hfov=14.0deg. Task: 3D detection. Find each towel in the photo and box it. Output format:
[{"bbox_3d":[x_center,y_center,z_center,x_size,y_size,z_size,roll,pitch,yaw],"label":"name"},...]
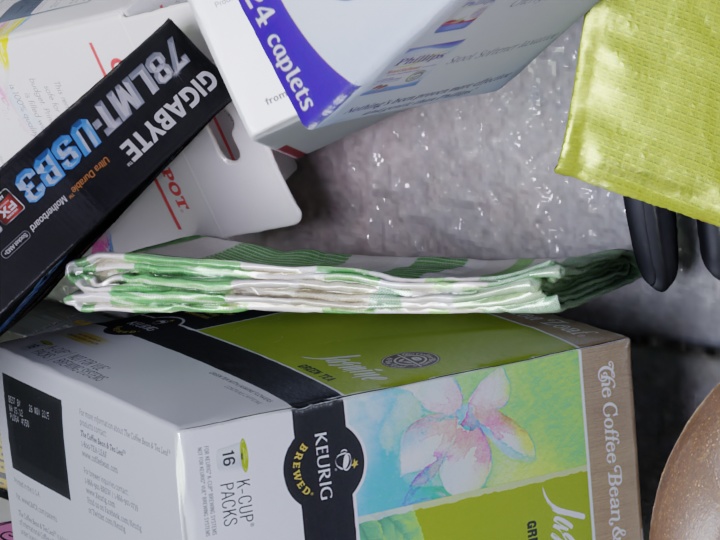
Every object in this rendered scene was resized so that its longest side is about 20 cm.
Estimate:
[{"bbox_3d":[0.117,-0.115,0.988,0.086,0.018,0.200,21,115,31],"label":"towel"},{"bbox_3d":[0.000,0.000,1.168,0.200,0.153,0.023,0,94,17],"label":"towel"}]

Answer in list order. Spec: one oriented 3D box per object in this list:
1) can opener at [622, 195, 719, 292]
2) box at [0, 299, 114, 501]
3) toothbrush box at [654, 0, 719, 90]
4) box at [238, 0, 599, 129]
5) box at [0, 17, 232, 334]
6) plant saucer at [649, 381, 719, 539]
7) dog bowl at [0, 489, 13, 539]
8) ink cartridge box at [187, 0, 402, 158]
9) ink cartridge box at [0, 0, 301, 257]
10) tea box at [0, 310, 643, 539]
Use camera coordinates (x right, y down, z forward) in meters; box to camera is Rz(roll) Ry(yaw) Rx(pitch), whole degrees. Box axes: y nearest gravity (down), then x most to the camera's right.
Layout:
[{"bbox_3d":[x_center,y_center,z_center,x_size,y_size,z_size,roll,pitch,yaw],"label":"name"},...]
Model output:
[{"bbox_3d":[0.121,-0.091,1.158,0.063,0.079,0.200,-14,99,-1],"label":"can opener"},{"bbox_3d":[-0.110,0.128,1.380,0.158,0.048,0.200,15,111,33],"label":"box"},{"bbox_3d":[0.135,-0.178,1.060,0.085,0.146,0.200,-43,78,36],"label":"toothbrush box"},{"bbox_3d":[0.029,-0.178,0.966,0.200,0.105,0.184,-41,71,43],"label":"box"},{"bbox_3d":[-0.161,0.007,1.190,0.050,0.199,0.200,45,139,-3],"label":"box"},{"bbox_3d":[0.208,0.114,1.104,0.200,0.037,0.201,1,97,9],"label":"plant saucer"},{"bbox_3d":[-0.189,0.207,1.384,0.200,0.074,0.201,12,110,34],"label":"dog bowl"},{"bbox_3d":[-0.040,-0.155,1.182,0.084,0.144,0.200,-24,87,5],"label":"ink cartridge box"},{"bbox_3d":[-0.109,-0.070,1.297,0.200,0.067,0.117,-7,117,37],"label":"ink cartridge box"},{"bbox_3d":[-0.018,0.089,1.171,0.200,0.196,0.134,17,116,63],"label":"tea box"}]
